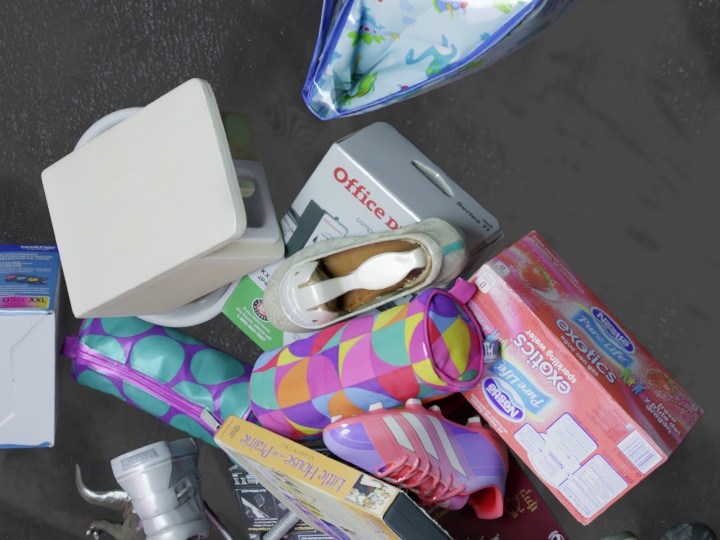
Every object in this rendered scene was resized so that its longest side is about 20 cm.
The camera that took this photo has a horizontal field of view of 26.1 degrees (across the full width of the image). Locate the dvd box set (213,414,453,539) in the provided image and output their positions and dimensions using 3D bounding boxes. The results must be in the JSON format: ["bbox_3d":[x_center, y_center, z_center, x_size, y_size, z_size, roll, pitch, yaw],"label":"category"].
[{"bbox_3d":[-0.008,0.184,1.201,0.200,0.029,0.146,17,156,47],"label":"dvd box set"}]

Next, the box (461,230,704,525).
[{"bbox_3d":[0.154,0.083,1.210,0.200,0.095,0.103,47,124,8],"label":"box"}]

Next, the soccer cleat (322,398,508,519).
[{"bbox_3d":[0.048,0.144,1.166,0.067,0.200,0.076,-20,69,33],"label":"soccer cleat"}]

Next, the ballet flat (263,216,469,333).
[{"bbox_3d":[-0.010,0.004,1.195,0.200,0.062,0.067,-22,91,33],"label":"ballet flat"}]

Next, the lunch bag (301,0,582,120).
[{"bbox_3d":[0.062,-0.193,1.117,0.127,0.170,0.200,51,126,4],"label":"lunch bag"}]

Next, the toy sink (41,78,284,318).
[{"bbox_3d":[-0.141,-0.054,1.243,0.200,0.112,0.130,-26,74,37],"label":"toy sink"}]

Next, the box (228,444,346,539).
[{"bbox_3d":[-0.007,0.235,1.385,0.200,0.050,0.158,-9,103,32],"label":"box"}]

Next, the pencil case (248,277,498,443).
[{"bbox_3d":[0.006,0.074,1.193,0.200,0.088,0.088,-22,96,36],"label":"pencil case"}]

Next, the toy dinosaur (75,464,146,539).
[{"bbox_3d":[-0.199,0.260,1.503,0.102,0.077,0.200,-33,84,22],"label":"toy dinosaur"}]

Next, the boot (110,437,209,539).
[{"bbox_3d":[-0.172,0.205,1.384,0.074,0.200,0.096,-21,84,2],"label":"boot"}]

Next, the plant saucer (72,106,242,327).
[{"bbox_3d":[-0.169,-0.051,1.374,0.200,0.050,0.200,10,112,27],"label":"plant saucer"}]

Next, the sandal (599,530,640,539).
[{"bbox_3d":[0.171,0.296,1.282,0.057,0.080,0.201,50,125,25],"label":"sandal"}]

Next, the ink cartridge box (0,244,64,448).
[{"bbox_3d":[-0.313,0.061,1.436,0.076,0.200,0.136,2,111,-7],"label":"ink cartridge box"}]

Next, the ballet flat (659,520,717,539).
[{"bbox_3d":[0.234,0.287,1.261,0.066,0.057,0.200,27,119,20],"label":"ballet flat"}]

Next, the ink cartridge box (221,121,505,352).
[{"bbox_3d":[0.000,0.000,1.275,0.147,0.083,0.200,42,122,10],"label":"ink cartridge box"}]

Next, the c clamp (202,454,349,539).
[{"bbox_3d":[-0.040,0.229,1.354,0.171,0.027,0.200,52,125,4],"label":"c clamp"}]

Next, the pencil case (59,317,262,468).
[{"bbox_3d":[-0.165,0.101,1.399,0.200,0.092,0.085,23,108,20],"label":"pencil case"}]

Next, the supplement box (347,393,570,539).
[{"bbox_3d":[0.077,0.184,1.274,0.200,0.109,0.061,56,160,-1],"label":"supplement box"}]
